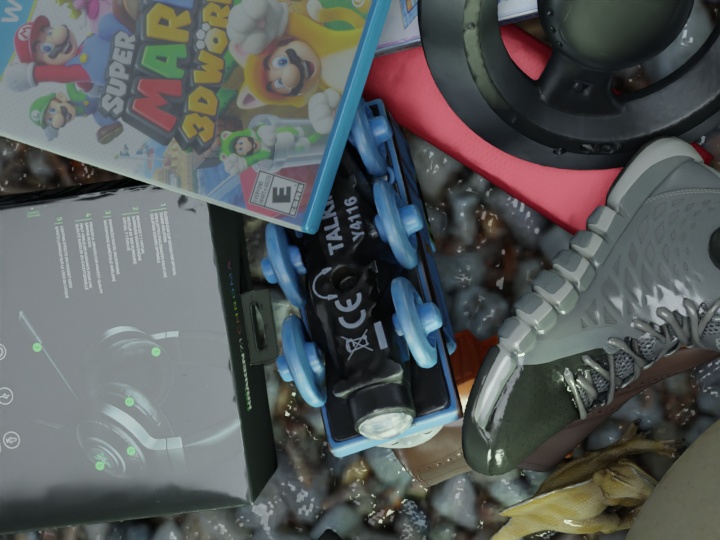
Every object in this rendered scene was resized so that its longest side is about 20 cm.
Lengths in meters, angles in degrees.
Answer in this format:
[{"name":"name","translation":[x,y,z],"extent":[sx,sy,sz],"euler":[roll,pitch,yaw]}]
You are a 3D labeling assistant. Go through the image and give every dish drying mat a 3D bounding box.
[{"name":"dish drying mat","translation":[0.083,-0.083,1.231],"extent":[0.200,0.018,0.077],"euler":[33,96,3]}]

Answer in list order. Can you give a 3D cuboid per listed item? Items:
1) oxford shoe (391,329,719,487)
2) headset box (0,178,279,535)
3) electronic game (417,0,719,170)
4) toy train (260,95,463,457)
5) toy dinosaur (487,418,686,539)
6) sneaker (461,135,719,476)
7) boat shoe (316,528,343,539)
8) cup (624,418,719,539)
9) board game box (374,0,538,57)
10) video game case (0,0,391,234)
[{"name":"oxford shoe","translation":[0.109,0.060,1.231],"extent":[0.199,0.071,0.073],"euler":[-16,117,11]},{"name":"headset box","translation":[-0.144,0.041,1.236],"extent":[0.199,0.093,0.175],"euler":[-8,96,8]},{"name":"electronic game","translation":[0.126,-0.137,1.155],"extent":[0.199,0.042,0.201],"euler":[-6,124,-8]},{"name":"toy train","translation":[0.000,0.000,1.172],"extent":[0.086,0.114,0.201],"euler":[-20,63,11]},{"name":"toy dinosaur","translation":[0.111,0.118,1.221],"extent":[0.101,0.200,0.058],"euler":[-11,74,-31]},{"name":"sneaker","translation":[0.142,0.034,1.139],"extent":[0.115,0.075,0.200],"euler":[30,75,22]},{"name":"boat shoe","translation":[-0.076,0.214,1.269],"extent":[0.200,0.069,0.057],"euler":[-35,85,4]},{"name":"cup","translation":[0.244,0.163,1.131],"extent":[0.200,0.200,0.143],"euler":[-51,47,10]},{"name":"board game box","translation":[-0.010,-0.208,1.203],"extent":[0.199,0.041,0.201],"euler":[-13,91,7]},{"name":"video game case","translation":[-0.091,-0.114,1.146],"extent":[0.199,0.018,0.144],"euler":[18,90,19]}]
